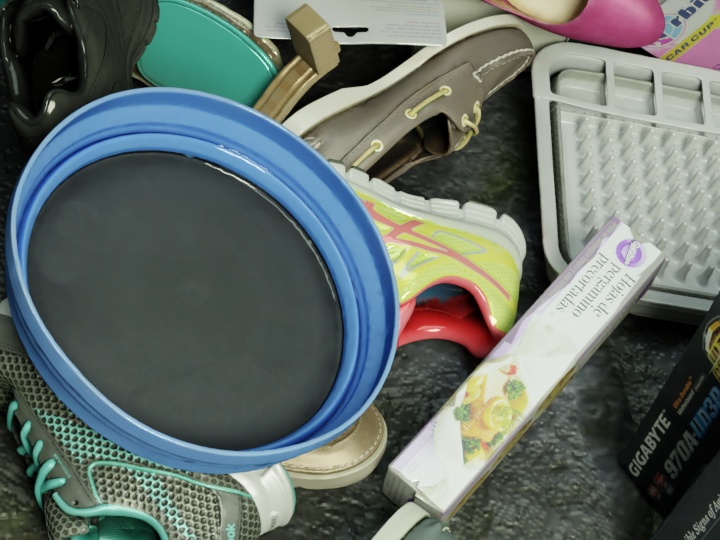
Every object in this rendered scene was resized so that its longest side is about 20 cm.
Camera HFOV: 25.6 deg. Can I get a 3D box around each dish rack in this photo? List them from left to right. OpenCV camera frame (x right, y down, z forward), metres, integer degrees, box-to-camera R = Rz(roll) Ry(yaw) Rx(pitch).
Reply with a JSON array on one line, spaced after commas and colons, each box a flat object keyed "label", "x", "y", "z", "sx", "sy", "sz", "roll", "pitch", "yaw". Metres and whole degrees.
[{"label": "dish rack", "x": 0.184, "y": -0.047, "z": 0.981, "sx": 0.170, "sy": 0.044, "sz": 0.201, "roll": 10, "pitch": 51, "yaw": -10}]

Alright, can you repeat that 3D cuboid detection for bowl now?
[{"label": "bowl", "x": -0.076, "y": 0.005, "z": 0.766, "sx": 0.199, "sy": 0.039, "sz": 0.202, "roll": 16, "pitch": 53, "yaw": -22}]

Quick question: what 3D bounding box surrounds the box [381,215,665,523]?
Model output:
[{"label": "box", "x": 0.089, "y": 0.054, "z": 0.847, "sx": 0.039, "sy": 0.042, "sz": 0.200, "roll": 39, "pitch": 65, "yaw": 13}]

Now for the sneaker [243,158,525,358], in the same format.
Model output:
[{"label": "sneaker", "x": 0.000, "y": 0.000, "z": 0.867, "sx": 0.198, "sy": 0.078, "sz": 0.091, "roll": 8, "pitch": 51, "yaw": -11}]

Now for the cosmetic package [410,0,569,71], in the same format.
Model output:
[{"label": "cosmetic package", "x": 0.082, "y": -0.233, "z": 1.077, "sx": 0.104, "sy": 0.071, "sz": 0.201, "roll": 3, "pitch": 52, "yaw": -13}]

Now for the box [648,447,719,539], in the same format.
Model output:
[{"label": "box", "x": 0.255, "y": 0.152, "z": 0.744, "sx": 0.123, "sy": 0.201, "sz": 0.197, "roll": -23, "pitch": 62, "yaw": -32}]

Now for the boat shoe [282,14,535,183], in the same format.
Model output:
[{"label": "boat shoe", "x": 0.035, "y": -0.092, "z": 0.957, "sx": 0.199, "sy": 0.072, "sz": 0.060, "roll": -30, "pitch": 71, "yaw": -29}]

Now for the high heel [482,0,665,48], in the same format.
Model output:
[{"label": "high heel", "x": 0.087, "y": -0.176, "z": 0.934, "sx": 0.199, "sy": 0.068, "sz": 0.096, "roll": 32, "pitch": 33, "yaw": -2}]

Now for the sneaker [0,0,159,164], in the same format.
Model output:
[{"label": "sneaker", "x": -0.155, "y": -0.132, "z": 0.851, "sx": 0.075, "sy": 0.091, "sz": 0.201, "roll": -18, "pitch": 55, "yaw": 9}]

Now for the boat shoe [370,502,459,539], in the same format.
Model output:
[{"label": "boat shoe", "x": -0.003, "y": 0.188, "z": 0.724, "sx": 0.062, "sy": 0.073, "sz": 0.200, "roll": 31, "pitch": 46, "yaw": 14}]

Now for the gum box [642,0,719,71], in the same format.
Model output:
[{"label": "gum box", "x": 0.208, "y": -0.228, "z": 1.085, "sx": 0.113, "sy": 0.066, "sz": 0.201, "roll": 22, "pitch": 41, "yaw": -39}]

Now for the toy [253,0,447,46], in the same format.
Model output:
[{"label": "toy", "x": -0.010, "y": -0.201, "z": 1.003, "sx": 0.114, "sy": 0.047, "sz": 0.201, "roll": 1, "pitch": 53, "yaw": -5}]

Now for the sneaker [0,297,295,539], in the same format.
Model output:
[{"label": "sneaker", "x": -0.133, "y": 0.088, "z": 0.765, "sx": 0.199, "sy": 0.078, "sz": 0.091, "roll": 29, "pitch": 54, "yaw": 9}]

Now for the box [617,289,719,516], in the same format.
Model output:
[{"label": "box", "x": 0.245, "y": 0.037, "z": 0.858, "sx": 0.199, "sy": 0.159, "sz": 0.046, "roll": -25, "pitch": 62, "yaw": -30}]

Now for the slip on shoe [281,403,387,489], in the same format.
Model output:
[{"label": "slip on shoe", "x": -0.074, "y": 0.042, "z": 0.823, "sx": 0.199, "sy": 0.061, "sz": 0.076, "roll": 32, "pitch": 51, "yaw": 10}]

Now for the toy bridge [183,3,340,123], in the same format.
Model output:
[{"label": "toy bridge", "x": -0.091, "y": -0.073, "z": 0.896, "sx": 0.199, "sy": 0.067, "sz": 0.027, "roll": -36, "pitch": 58, "yaw": -13}]

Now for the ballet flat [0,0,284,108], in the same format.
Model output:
[{"label": "ballet flat", "x": -0.132, "y": -0.151, "z": 0.960, "sx": 0.199, "sy": 0.068, "sz": 0.062, "roll": 20, "pitch": 25, "yaw": -3}]
